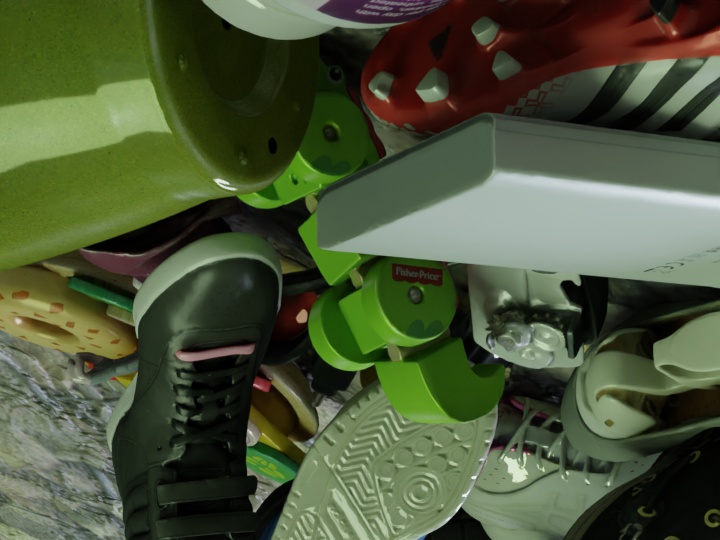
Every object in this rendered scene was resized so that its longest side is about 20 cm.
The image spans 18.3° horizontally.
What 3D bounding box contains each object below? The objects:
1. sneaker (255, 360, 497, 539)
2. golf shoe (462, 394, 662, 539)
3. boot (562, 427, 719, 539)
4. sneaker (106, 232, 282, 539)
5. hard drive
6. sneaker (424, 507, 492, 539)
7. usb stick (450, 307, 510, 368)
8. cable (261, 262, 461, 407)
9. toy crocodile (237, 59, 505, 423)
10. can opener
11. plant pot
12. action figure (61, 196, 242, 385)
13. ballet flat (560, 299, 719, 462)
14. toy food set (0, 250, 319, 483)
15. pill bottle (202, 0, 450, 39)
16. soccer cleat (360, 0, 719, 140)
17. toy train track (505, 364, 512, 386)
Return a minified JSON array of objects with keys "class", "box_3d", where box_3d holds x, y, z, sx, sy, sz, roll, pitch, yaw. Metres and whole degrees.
[{"class":"sneaker","box_3d":[-0.001,0.111,1.075,0.077,0.200,0.111,30,-164,-3]},{"class":"golf shoe","box_3d":[0.104,0.101,1.129,0.091,0.075,0.200,37,152,-24]},{"class":"boot","box_3d":[0.175,0.110,0.952,0.150,0.200,0.073,-20,104,51]},{"class":"sneaker","box_3d":[-0.069,0.070,1.023,0.071,0.099,0.200,-3,145,-21]},{"class":"hard drive","box_3d":[0.101,-0.022,0.835,0.199,0.027,0.132,5,167,-28]},{"class":"sneaker","box_3d":[0.062,0.147,1.265,0.200,0.073,0.082,20,157,17]},{"class":"usb stick","box_3d":[0.038,0.063,1.095,0.033,0.055,0.200,45,142,8]},{"class":"cable","box_3d":[0.000,0.000,1.040,0.097,0.050,0.200,27,137,-3]},{"class":"toy crocodile","box_3d":[-0.002,-0.023,0.943,0.200,0.062,0.067,62,148,1]},{"class":"can opener","box_3d":[0.069,-0.030,0.932,0.053,0.067,0.200,12,144,19]},{"class":"plant pot","box_3d":[-0.126,-0.088,0.869,0.192,0.201,0.200,-3,145,27]},{"class":"action figure","box_3d":[-0.096,-0.028,1.083,0.149,0.134,0.200,-25,154,7]},{"class":"ballet flat","box_3d":[0.139,0.041,0.978,0.064,0.068,0.200,9,163,-35]},{"class":"toy food set","box_3d":[-0.112,0.051,1.251,0.198,0.049,0.200,12,156,39]},{"class":"pill bottle","box_3d":[0.013,-0.140,0.692,0.112,0.112,0.200,33,155,-16]},{"class":"soccer cleat","box_3d":[0.088,-0.074,0.800,0.200,0.069,0.085,-11,145,39]},{"class":"toy train track","box_3d":[0.019,0.026,1.112,0.114,0.033,0.200,21,154,10]}]
